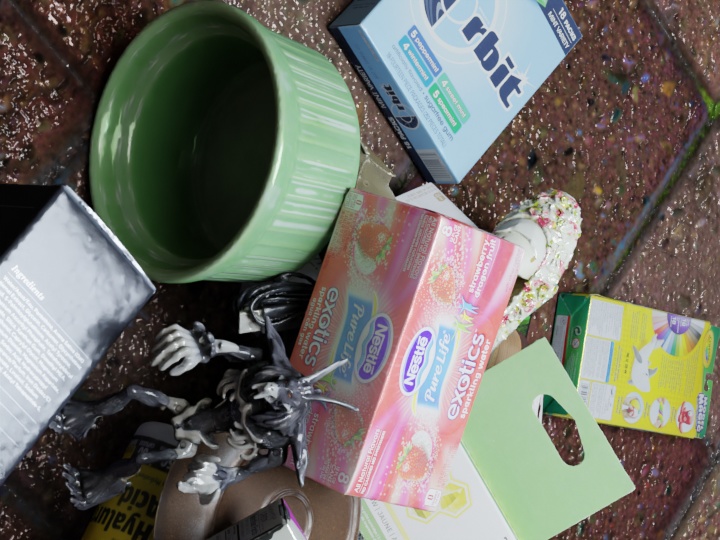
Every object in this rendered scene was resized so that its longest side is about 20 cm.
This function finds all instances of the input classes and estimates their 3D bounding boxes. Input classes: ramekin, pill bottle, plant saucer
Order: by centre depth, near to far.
[{"bbox_3d":[-0.094,-0.084,1.270,0.098,0.200,0.200,11,86,-47],"label":"ramekin"},{"bbox_3d":[-0.063,0.182,1.279,0.200,0.032,0.201,-12,106,-46],"label":"plant saucer"},{"bbox_3d":[-0.154,0.220,1.292,0.111,0.111,0.200,37,69,-35],"label":"pill bottle"}]

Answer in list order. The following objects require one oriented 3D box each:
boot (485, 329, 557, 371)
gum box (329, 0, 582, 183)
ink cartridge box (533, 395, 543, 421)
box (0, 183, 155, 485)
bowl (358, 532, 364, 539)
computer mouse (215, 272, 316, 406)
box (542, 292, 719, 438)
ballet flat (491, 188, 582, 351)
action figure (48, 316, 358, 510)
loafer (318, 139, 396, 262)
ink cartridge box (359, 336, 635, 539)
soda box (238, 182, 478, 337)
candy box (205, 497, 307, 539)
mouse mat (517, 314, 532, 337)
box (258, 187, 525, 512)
[{"bbox_3d":[0.100,0.144,1.518,0.166,0.072,0.200,25,88,-58],"label":"boot"},{"bbox_3d":[0.086,-0.202,1.506,0.200,0.045,0.170,-49,121,-27],"label":"gum box"},{"bbox_3d":[0.116,0.187,1.511,0.161,0.050,0.200,86,16,-55],"label":"ink cartridge box"},{"bbox_3d":[-0.258,0.045,1.168,0.200,0.148,0.104,-52,123,-24],"label":"box"},{"bbox_3d":[0.008,0.295,1.418,0.094,0.201,0.201,-31,118,6],"label":"bowl"},{"bbox_3d":[-0.049,0.078,1.330,0.138,0.200,0.053,-10,56,-31],"label":"computer mouse"},{"bbox_3d":[0.261,0.092,1.674,0.200,0.048,0.118,13,84,-37],"label":"box"},{"bbox_3d":[0.106,0.015,1.419,0.200,0.076,0.064,-54,154,-3],"label":"ballet flat"},{"bbox_3d":[-0.107,0.098,1.169,0.102,0.200,0.119,27,48,-76],"label":"action figure"},{"bbox_3d":[-0.019,-0.073,1.378,0.067,0.076,0.200,-10,73,-43],"label":"loafer"},{"bbox_3d":[0.091,0.159,1.379,0.200,0.048,0.146,-31,76,5],"label":"ink cartridge box"},{"bbox_3d":[0.000,0.000,1.420,0.200,0.068,0.064,-24,150,-37],"label":"soda box"},{"bbox_3d":[-0.105,0.263,1.197,0.200,0.061,0.137,-28,102,0],"label":"candy box"},{"bbox_3d":[0.083,0.048,1.497,0.200,0.008,0.161,-26,138,-37],"label":"mouse mat"},{"bbox_3d":[0.022,0.055,1.239,0.103,0.095,0.200,19,90,-46],"label":"box"}]
